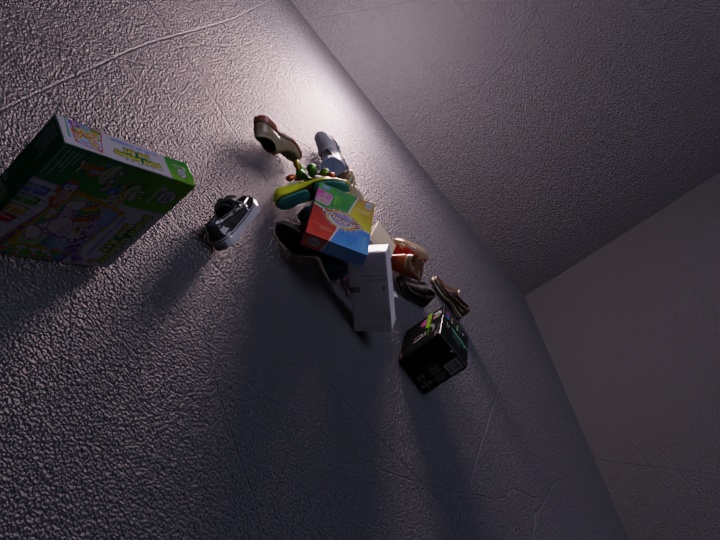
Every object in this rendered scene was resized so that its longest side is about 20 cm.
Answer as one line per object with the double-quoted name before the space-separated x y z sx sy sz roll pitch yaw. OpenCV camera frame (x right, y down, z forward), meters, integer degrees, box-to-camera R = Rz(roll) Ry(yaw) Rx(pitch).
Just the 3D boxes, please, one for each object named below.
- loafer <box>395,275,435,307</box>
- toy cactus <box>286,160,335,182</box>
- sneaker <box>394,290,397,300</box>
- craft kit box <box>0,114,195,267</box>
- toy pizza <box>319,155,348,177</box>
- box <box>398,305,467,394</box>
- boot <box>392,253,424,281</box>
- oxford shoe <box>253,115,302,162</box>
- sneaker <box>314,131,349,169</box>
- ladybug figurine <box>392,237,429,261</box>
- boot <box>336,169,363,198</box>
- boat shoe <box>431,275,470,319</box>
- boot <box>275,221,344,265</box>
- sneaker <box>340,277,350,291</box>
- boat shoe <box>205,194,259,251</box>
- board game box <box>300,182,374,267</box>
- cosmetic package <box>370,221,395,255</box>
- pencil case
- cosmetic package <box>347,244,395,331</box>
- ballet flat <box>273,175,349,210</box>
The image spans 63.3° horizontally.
"loafer" 0.186 0.057 1.943 0.199 0.071 0.074 30 31 -52
"toy cactus" -0.123 -0.216 1.616 0.199 0.102 0.167 31 -30 37
"sneaker" 0.043 0.046 1.620 0.080 0.078 0.200 66 11 17
"craft kit box" -0.344 -0.084 0.728 0.049 0.199 0.197 60 21 17
"toy pizza" -0.076 -0.261 1.844 0.199 0.031 0.204 32 51 -51
"box" 0.207 0.215 1.622 0.125 0.148 0.200 51 19 -8
"boot" 0.151 -0.016 1.951 0.200 0.106 0.076 35 64 -63
"oxford shoe" -0.236 -0.348 1.637 0.199 0.070 0.076 34 54 -49
"sneaker" -0.106 -0.385 1.956 0.202 0.074 0.115 61 17 6
"ladybug figurine" 0.168 -0.059 2.047 0.134 0.073 0.199 24 0 27
"boot" -0.038 -0.196 1.784 0.157 0.072 0.201 61 30 -27
"boat shoe" 0.358 0.093 2.288 0.203 0.074 0.075 51 20 -13
"boot" -0.101 -0.112 1.418 0.198 0.069 0.176 25 47 -16
"sneaker" 0.000 0.000 1.587 0.106 0.074 0.202 38 25 -35
"boat shoe" -0.260 -0.114 1.162 0.069 0.073 0.200 62 25 -25
"board game box" -0.048 -0.110 1.367 0.151 0.041 0.202 20 41 -10
"cosmetic package" 0.044 -0.069 1.812 0.104 0.073 0.200 52 19 -10
"pencil case" -0.083 -0.074 1.497 0.202 0.084 0.093 62 -8 17
"cosmetic package" 0.028 0.043 1.418 0.074 0.100 0.204 -58 143 -69
"ballet flat" -0.127 -0.208 1.479 0.067 0.197 0.068 85 -14 -46
